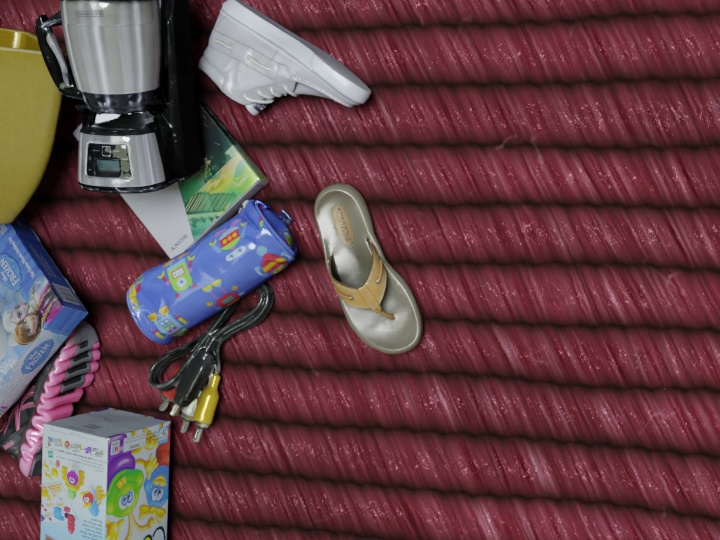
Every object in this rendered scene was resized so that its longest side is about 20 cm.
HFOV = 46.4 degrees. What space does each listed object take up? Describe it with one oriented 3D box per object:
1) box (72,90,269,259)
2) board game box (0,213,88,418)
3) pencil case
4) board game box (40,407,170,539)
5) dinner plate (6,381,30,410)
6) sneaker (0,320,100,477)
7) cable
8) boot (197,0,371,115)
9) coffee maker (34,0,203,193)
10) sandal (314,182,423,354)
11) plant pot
[{"bbox_3d":[-0.219,-0.131,0.965,0.144,0.036,0.200,-42,84,13],"label":"box"},{"bbox_3d":[-0.434,0.056,0.980,0.199,0.043,0.200,-50,59,7],"label":"board game box"},{"bbox_3d":[-0.163,-0.001,0.929,0.199,0.078,0.087,-33,75,9],"label":"pencil case"},{"bbox_3d":[-0.291,0.272,0.961,0.104,0.103,0.202,5,94,29],"label":"board game box"},{"bbox_3d":[-0.445,0.086,1.015,0.199,0.024,0.202,-8,72,25],"label":"dinner plate"},{"bbox_3d":[-0.384,0.143,1.009,0.095,0.079,0.201,27,98,22],"label":"sneaker"},{"bbox_3d":[-0.173,0.092,0.976,0.097,0.050,0.201,31,88,27],"label":"cable"},{"bbox_3d":[-0.087,-0.208,0.916,0.199,0.073,0.096,36,107,18],"label":"boot"},{"bbox_3d":[-0.222,-0.196,0.873,0.134,0.192,0.202,15,117,31],"label":"coffee maker"},{"bbox_3d":[0.000,0.000,0.908,0.080,0.054,0.201,-24,87,14],"label":"sandal"},{"bbox_3d":[-0.443,-0.159,0.915,0.195,0.193,0.202,31,117,51],"label":"plant pot"}]
